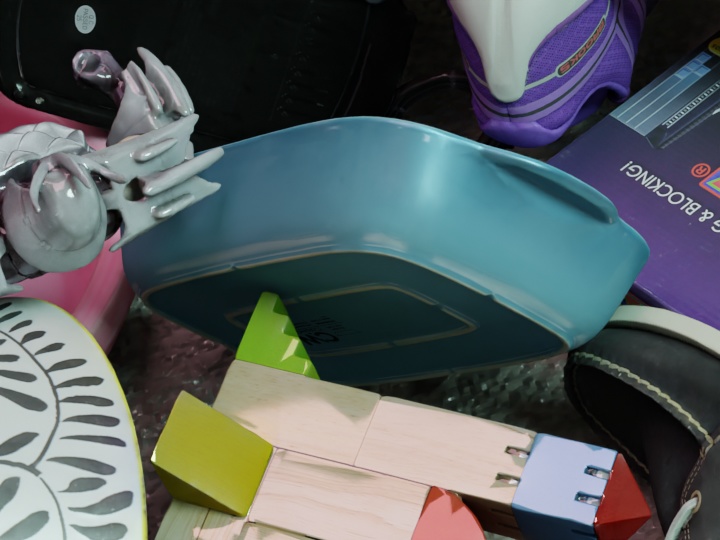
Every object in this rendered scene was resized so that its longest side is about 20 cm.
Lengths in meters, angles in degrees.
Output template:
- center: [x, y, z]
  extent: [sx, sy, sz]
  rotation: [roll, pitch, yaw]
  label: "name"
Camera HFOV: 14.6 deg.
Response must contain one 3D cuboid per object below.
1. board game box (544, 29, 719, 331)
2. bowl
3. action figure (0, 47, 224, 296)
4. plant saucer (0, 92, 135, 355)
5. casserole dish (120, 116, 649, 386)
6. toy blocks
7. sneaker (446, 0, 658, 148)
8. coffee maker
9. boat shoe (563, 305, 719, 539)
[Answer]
- center: [0.172, -0.012, 0.899]
  extent: [0.165, 0.057, 0.200]
  rotation: [-37, 45, -17]
  label: "board game box"
- center: [-0.156, 0.095, 0.819]
  extent: [0.201, 0.094, 0.201]
  rotation: [-24, 59, 46]
  label: "bowl"
- center: [-0.123, -0.028, 0.879]
  extent: [0.130, 0.069, 0.200]
  rotation: [-12, 8, -25]
  label: "action figure"
- center: [-0.168, 0.017, 1.010]
  extent: [0.200, 0.051, 0.201]
  rotation: [-11, 45, 11]
  label: "plant saucer"
- center: [0.000, 0.000, 0.889]
  extent: [0.200, 0.121, 0.039]
  rotation: [-10, 59, 54]
  label: "casserole dish"
- center: [0.002, 0.116, 0.824]
  extent: [0.137, 0.100, 0.200]
  rotation: [13, 64, 20]
  label: "toy blocks"
- center: [0.069, -0.094, 0.971]
  extent: [0.081, 0.083, 0.200]
  rotation: [5, 21, 20]
  label: "sneaker"
- center: [-0.038, -0.134, 1.055]
  extent: [0.135, 0.192, 0.200]
  rotation: [-41, 28, 31]
  label: "coffee maker"
- center: [0.116, 0.077, 0.821]
  extent: [0.068, 0.072, 0.200]
  rotation: [-31, 46, -15]
  label: "boat shoe"
